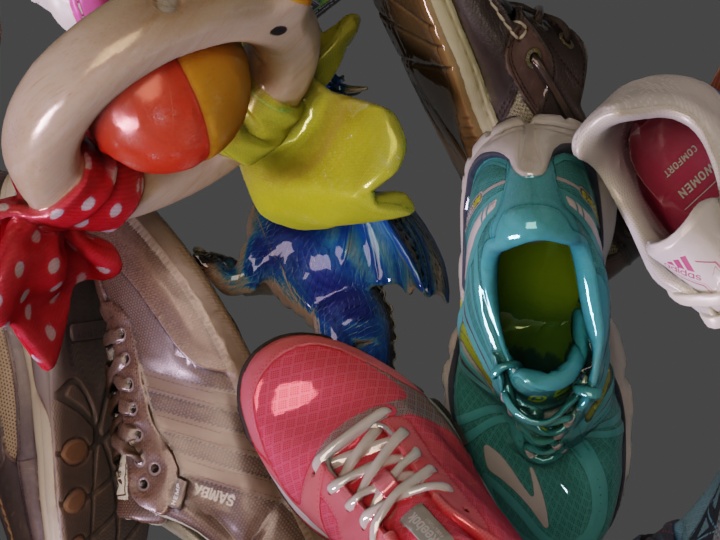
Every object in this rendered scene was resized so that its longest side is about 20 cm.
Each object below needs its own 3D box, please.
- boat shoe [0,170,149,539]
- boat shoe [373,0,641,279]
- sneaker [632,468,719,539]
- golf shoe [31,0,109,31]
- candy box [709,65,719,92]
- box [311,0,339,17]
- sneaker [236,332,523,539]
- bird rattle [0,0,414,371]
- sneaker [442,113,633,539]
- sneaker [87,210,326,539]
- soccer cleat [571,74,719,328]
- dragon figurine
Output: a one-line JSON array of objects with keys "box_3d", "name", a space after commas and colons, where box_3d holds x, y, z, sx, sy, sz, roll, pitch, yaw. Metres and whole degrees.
[{"box_3d": [-0.139, 0.054, 1.143, 0.073, 0.074, 0.201, -8, 84, 31], "name": "boat shoe"}, {"box_3d": [0.059, -0.077, 1.074, 0.065, 0.073, 0.201, -31, 120, -9], "name": "boat shoe"}, {"box_3d": [0.107, 0.144, 1.071, 0.095, 0.079, 0.201, 24, 92, 15], "name": "sneaker"}, {"box_3d": [-0.135, -0.136, 1.090, 0.091, 0.200, 0.076, -18, 117, -1], "name": "golf shoe"}, {"box_3d": [0.241, -0.062, 1.027, 0.199, 0.056, 0.117, 22, 77, 30], "name": "candy box"}, {"box_3d": [0.010, -0.179, 1.053, 0.200, 0.193, 0.048, -37, 80, 7], "name": "box"}, {"box_3d": [0.026, 0.094, 1.029, 0.074, 0.087, 0.200, -39, 73, -6], "name": "sneaker"}, {"box_3d": [-0.083, -0.059, 1.024, 0.199, 0.163, 0.113, -16, 62, -13], "name": "bird rattle"}, {"box_3d": [0.067, 0.038, 1.050, 0.077, 0.080, 0.201, -5, 125, 5], "name": "sneaker"}, {"box_3d": [-0.075, 0.065, 1.105, 0.075, 0.070, 0.201, -28, 87, -12], "name": "sneaker"}, {"box_3d": [0.150, 0.012, 0.984, 0.200, 0.086, 0.070, 51, 119, 17], "name": "soccer cleat"}, {"box_3d": [0.000, 0.000, 1.113, 0.099, 0.059, 0.200, -38, 78, 8], "name": "dragon figurine"}]
